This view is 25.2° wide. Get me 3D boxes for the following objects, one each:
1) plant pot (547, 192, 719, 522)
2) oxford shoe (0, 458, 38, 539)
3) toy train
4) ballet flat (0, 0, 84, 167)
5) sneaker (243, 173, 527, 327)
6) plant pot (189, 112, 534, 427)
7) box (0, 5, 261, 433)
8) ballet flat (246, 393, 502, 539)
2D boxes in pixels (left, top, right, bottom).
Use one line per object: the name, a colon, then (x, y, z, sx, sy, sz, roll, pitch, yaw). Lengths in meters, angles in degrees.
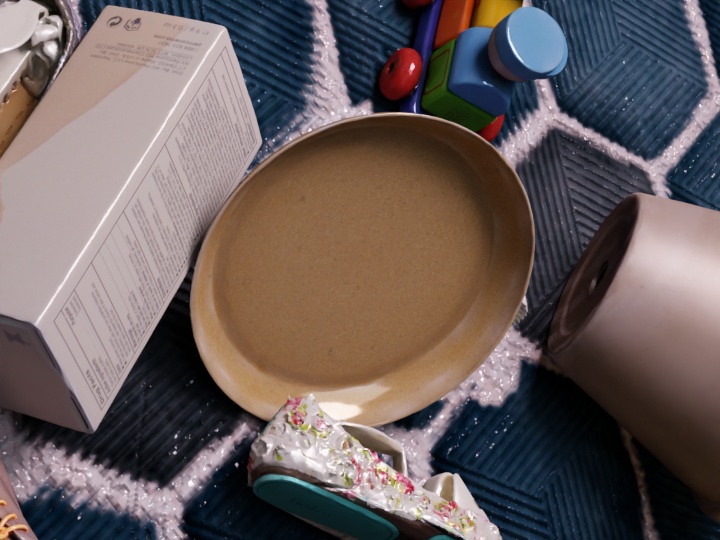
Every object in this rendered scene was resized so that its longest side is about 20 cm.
plant pot: (0.219, 0.043, 1.009, 0.172, 0.200, 0.201, 28, 59, -6)
oxford shoe: (-0.179, 0.115, 0.752, 0.071, 0.072, 0.202, -23, 94, -45)
toy train: (0.089, -0.185, 1.022, 0.084, 0.115, 0.202, 26, 61, -25)
ballet flat: (-0.201, -0.074, 0.810, 0.072, 0.072, 0.202, 38, 56, -19)
sneaker: (0.012, -0.035, 0.957, 0.199, 0.069, 0.101, 22, 56, -31)
plant pot: (0.000, 0.000, 0.883, 0.198, 0.201, 0.028, 16, 22, -30)
box: (-0.132, -0.030, 0.817, 0.095, 0.077, 0.201, 76, 34, -49)
ballet flat: (0.025, 0.131, 0.903, 0.199, 0.075, 0.064, 35, 51, -24)
